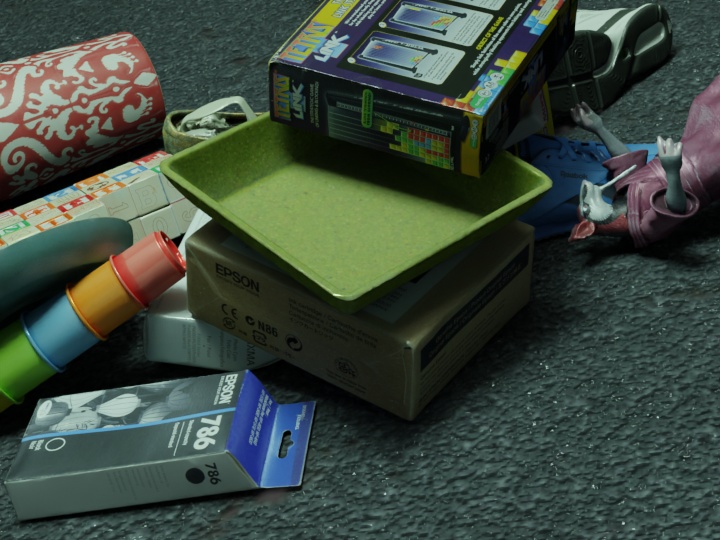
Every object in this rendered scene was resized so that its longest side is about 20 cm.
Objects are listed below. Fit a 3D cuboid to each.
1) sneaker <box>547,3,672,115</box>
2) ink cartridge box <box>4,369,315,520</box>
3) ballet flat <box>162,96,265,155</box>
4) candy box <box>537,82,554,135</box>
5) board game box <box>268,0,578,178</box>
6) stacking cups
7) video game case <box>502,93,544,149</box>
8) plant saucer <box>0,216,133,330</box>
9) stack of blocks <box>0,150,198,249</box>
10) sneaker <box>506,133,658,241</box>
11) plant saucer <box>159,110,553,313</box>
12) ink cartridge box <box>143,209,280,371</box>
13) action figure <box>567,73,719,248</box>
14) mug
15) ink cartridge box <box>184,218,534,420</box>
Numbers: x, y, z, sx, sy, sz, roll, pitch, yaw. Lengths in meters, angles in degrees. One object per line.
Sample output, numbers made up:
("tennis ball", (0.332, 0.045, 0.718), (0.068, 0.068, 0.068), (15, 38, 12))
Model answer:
("sneaker", (0.186, -0.191, 1.477), (0.200, 0.076, 0.115), (-27, 22, -38))
("ink cartridge box", (-0.134, 0.116, 1.098), (0.199, 0.039, 0.100), (-8, 29, 9))
("ballet flat", (-0.090, -0.132, 1.479), (0.199, 0.071, 0.071), (-5, 30, 14))
("candy box", (0.081, -0.133, 1.370), (0.200, 0.102, 0.026), (17, 38, 43))
("board game box", (0.050, -0.160, 1.177), (0.165, 0.057, 0.200), (16, 42, 20))
("stacking cups", (-0.216, 0.043, 1.179), (0.200, 0.061, 0.061), (-33, 30, 2))
("video game case", (0.057, -0.146, 1.297), (0.182, 0.023, 0.200), (-28, 43, 25))
("plant saucer", (-0.255, 0.025, 1.209), (0.200, 0.027, 0.200), (-29, -12, -7))
("stack of blocks", (-0.233, -0.033, 1.354), (0.200, 0.059, 0.115), (-24, 19, -18))
("sneaker", (0.163, -0.076, 1.265), (0.200, 0.079, 0.066), (-15, 27, -5))
("plant saucer", (-0.004, -0.049, 1.119), (0.199, 0.048, 0.200), (-29, 47, -33))
("ink cartridge box", (-0.050, 0.021, 1.239), (0.199, 0.047, 0.160), (9, 32, 6))
("action figure", (0.246, -0.070, 1.214), (0.200, 0.149, 0.134), (-33, 29, 9))
("mug", (-0.309, -0.158, 1.557), (0.200, 0.134, 0.177), (-22, 32, -21))
("ink cartridge box", (0.000, 0.000, 1.156), (0.200, 0.075, 0.165), (23, 45, 26))
